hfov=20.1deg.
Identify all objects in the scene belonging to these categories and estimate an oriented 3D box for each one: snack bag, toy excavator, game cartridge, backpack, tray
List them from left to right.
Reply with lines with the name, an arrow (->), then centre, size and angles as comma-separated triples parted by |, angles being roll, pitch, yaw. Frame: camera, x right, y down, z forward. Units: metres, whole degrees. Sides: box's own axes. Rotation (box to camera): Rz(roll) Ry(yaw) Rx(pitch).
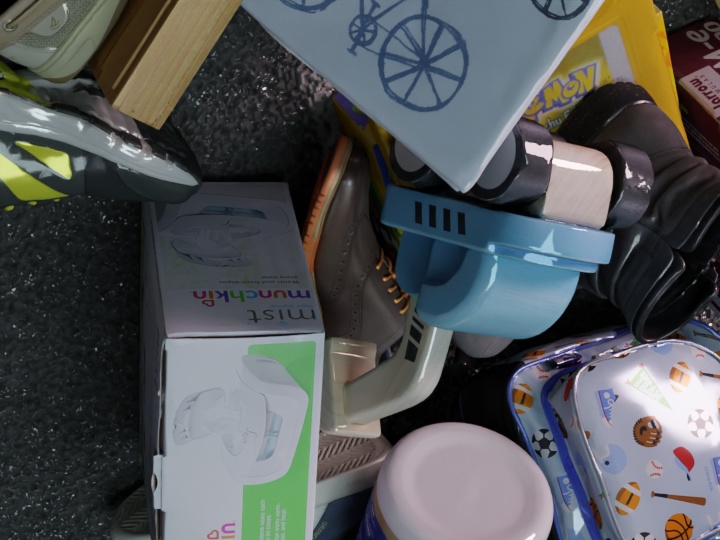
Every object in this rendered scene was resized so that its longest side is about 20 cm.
tray -> -0.084, -0.185, 1.108 | 0.037, 0.099, 0.200 | 26, 107, -33
snack bag -> 0.046, -0.172, 1.058 | 0.200, 0.189, 0.021 | -54, 156, 12
toy excavator -> 0.050, 0.010, 1.135 | 0.100, 0.194, 0.200 | 11, 93, -38
game cartridge -> 0.098, -0.090, 1.179 | 0.176, 0.032, 0.200 | -31, 140, -3
backpack -> 0.185, 0.117, 1.376 | 0.190, 0.154, 0.200 | -20, 93, -33

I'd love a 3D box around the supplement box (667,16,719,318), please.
supplement box -> 0.248, -0.053, 1.338 | 0.061, 0.109, 0.200 | -25, 128, -8

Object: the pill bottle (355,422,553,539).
pill bottle -> 0.048, 0.203, 1.341 | 0.115, 0.116, 0.200 | -6, 139, -21

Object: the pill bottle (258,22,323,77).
pill bottle -> 0.030, -0.201, 1.143 | 0.112, 0.112, 0.200 | 31, 104, -36

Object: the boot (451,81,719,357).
boot -> 0.131, 0.000, 1.165 | 0.070, 0.132, 0.200 | 12, 121, -40

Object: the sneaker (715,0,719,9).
sneaker -> 0.300, -0.154, 1.326 | 0.200, 0.072, 0.073 | 39, 79, -43

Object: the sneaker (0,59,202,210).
sneaker -> -0.189, -0.070, 1.160 | 0.200, 0.075, 0.085 | 18, 118, -23

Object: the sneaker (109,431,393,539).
sneaker -> -0.067, 0.172, 1.357 | 0.200, 0.075, 0.085 | -13, 122, -16

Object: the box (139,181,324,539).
box -> -0.084, 0.074, 1.217 | 0.096, 0.177, 0.200 | -2, 121, -10

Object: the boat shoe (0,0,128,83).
boat shoe -> -0.140, -0.194, 1.098 | 0.065, 0.072, 0.200 | 24, 113, -35

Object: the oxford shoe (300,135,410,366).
oxford shoe -> 0.000, 0.000, 1.264 | 0.073, 0.071, 0.200 | 10, 135, 6

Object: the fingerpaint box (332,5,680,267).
fingerpaint box -> 0.103, -0.069, 1.283 | 0.200, 0.073, 0.167 | -24, 127, -9
